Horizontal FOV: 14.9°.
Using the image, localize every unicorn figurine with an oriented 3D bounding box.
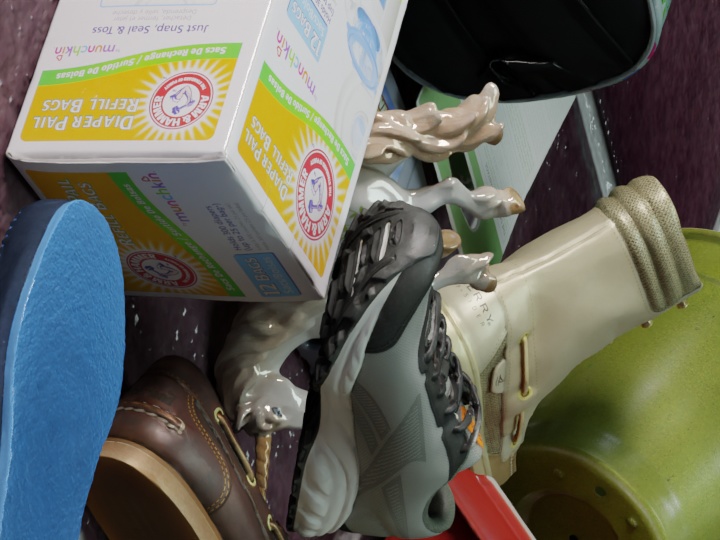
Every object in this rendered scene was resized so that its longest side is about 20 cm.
[{"bbox_3d":[0.000,0.000,1.249,0.137,0.074,0.201,-15,127,-24],"label":"unicorn figurine"}]

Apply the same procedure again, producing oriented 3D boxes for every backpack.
[{"bbox_3d":[0.064,-0.180,1.308,0.200,0.177,0.151,58,41,-31],"label":"backpack"}]

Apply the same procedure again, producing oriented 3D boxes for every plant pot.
[{"bbox_3d":[0.165,0.107,1.583,0.193,0.200,0.201,-39,127,-44],"label":"plant pot"}]

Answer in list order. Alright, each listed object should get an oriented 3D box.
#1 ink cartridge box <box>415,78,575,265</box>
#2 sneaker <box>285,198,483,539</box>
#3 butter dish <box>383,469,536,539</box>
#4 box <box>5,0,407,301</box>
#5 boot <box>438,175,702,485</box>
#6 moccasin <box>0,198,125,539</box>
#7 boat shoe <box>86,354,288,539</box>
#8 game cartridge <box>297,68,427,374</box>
[{"bbox_3d":[0.057,-0.094,1.473,0.200,0.048,0.146,-62,144,-43],"label":"ink cartridge box"},{"bbox_3d":[0.018,0.044,1.157,0.200,0.079,0.074,99,1,-51],"label":"sneaker"},{"bbox_3d":[0.055,0.215,1.386,0.200,0.148,0.200,54,-2,37],"label":"butter dish"},{"bbox_3d":[-0.055,-0.098,1.153,0.113,0.101,0.201,58,41,-50],"label":"box"},{"bbox_3d":[0.101,0.035,1.424,0.073,0.155,0.200,55,-9,28],"label":"boot"},{"bbox_3d":[-0.141,0.065,1.018,0.080,0.068,0.201,44,50,-49],"label":"moccasin"},{"bbox_3d":[-0.057,0.125,1.198,0.070,0.070,0.200,-60,144,-40],"label":"boat shoe"},{"bbox_3d":[-0.018,-0.051,1.322,0.133,0.041,0.200,-67,148,-32],"label":"game cartridge"}]
